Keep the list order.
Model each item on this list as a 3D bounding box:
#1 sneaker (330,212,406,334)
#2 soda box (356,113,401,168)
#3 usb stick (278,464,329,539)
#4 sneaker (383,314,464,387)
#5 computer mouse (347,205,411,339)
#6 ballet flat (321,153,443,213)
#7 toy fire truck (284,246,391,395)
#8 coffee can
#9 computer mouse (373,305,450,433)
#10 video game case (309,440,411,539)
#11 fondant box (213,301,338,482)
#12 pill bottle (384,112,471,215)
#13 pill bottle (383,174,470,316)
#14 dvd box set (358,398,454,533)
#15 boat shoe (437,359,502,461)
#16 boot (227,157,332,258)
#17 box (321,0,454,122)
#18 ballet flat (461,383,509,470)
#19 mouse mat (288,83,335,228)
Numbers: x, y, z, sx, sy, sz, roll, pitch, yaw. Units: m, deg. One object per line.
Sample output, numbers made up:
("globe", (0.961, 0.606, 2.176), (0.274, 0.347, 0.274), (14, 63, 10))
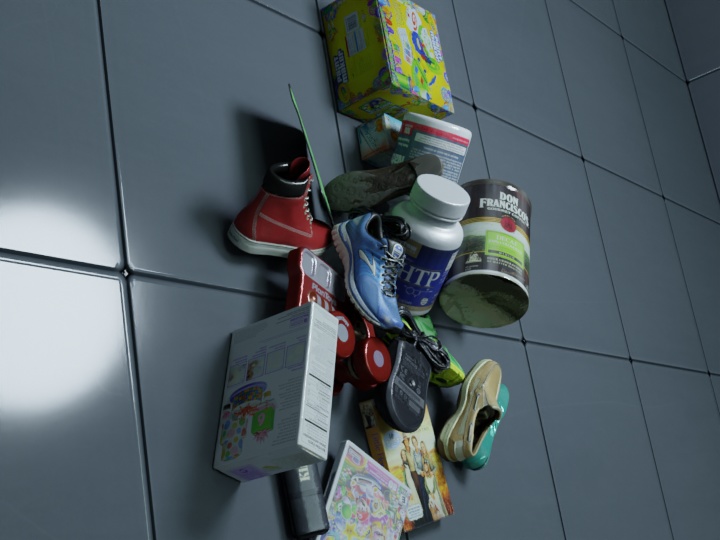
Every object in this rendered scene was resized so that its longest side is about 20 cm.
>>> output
("sneaker", (0.024, -0.002, 1.581), (0.078, 0.089, 0.201), (29, 36, -54))
("soda box", (0.080, -0.208, 1.930), (0.199, 0.063, 0.069), (18, 58, -50))
("usb stick", (-0.084, 0.256, 1.465), (0.055, 0.033, 0.202), (-8, 75, -18))
("sneaker", (0.109, 0.117, 1.785), (0.200, 0.074, 0.084), (47, 43, -29))
("computer mouse", (0.000, 0.000, 1.681), (0.046, 0.140, 0.202), (-3, 113, -42))
("ballet flat", (0.036, -0.137, 1.738), (0.046, 0.198, 0.068), (48, 23, -84))
("toy fire truck", (-0.037, 0.077, 1.565), (0.200, 0.111, 0.169), (37, 46, -40))
("coffee can", (0.208, -0.028, 1.811), (0.146, 0.146, 0.201), (40, 42, -35))
("computer mouse", (0.065, 0.165, 1.658), (0.139, 0.052, 0.201), (48, 39, -25))
("video game case", (-0.002, 0.357, 1.524), (0.143, 0.018, 0.201), (42, 47, -27))
("fondant box", (-0.106, 0.155, 1.400), (0.058, 0.143, 0.202), (37, 45, -39))
("pill bottle", (0.102, -0.149, 1.819), (0.119, 0.119, 0.202), (10, 98, -52))
("pill bottle", (0.092, -0.042, 1.713), (0.119, 0.201, 0.120), (17, 28, -9))
("dvd box set", (0.072, 0.289, 1.680), (0.146, 0.029, 0.202), (0, 73, -54))
("boat shoe", (0.196, 0.226, 1.766), (0.072, 0.076, 0.201), (53, 49, -31))
("boot", (-0.082, -0.091, 1.561), (0.072, 0.145, 0.199), (46, 23, 28))
("box", (0.049, -0.365, 1.920), (0.192, 0.121, 0.202), (14, 60, -50))
("ballet flat", (0.203, 0.243, 1.853), (0.071, 0.067, 0.201), (57, 36, -27))
("mouse mat", (-0.071, -0.163, 1.649), (0.161, 0.007, 0.202), (73, -1, -68))
